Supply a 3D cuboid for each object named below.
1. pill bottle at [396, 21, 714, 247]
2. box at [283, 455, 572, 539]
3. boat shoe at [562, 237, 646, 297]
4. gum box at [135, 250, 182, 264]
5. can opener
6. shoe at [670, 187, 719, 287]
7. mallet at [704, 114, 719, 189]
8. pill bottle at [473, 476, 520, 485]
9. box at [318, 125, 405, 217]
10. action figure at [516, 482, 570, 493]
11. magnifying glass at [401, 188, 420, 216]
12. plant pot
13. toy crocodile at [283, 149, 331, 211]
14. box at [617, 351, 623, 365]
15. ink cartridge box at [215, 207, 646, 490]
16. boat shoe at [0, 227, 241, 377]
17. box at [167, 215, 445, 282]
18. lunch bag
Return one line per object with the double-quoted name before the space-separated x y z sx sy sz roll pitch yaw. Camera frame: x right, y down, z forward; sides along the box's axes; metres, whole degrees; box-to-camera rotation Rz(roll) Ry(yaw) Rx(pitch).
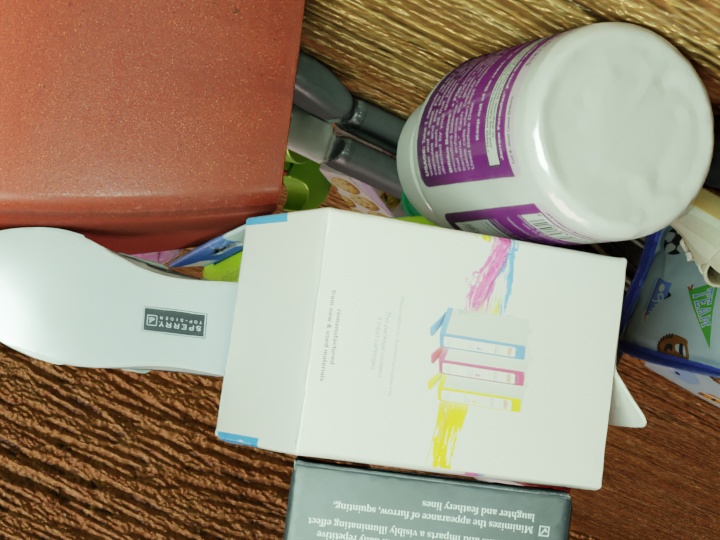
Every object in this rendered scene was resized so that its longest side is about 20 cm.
"pill bottle" 0.096 -0.067 1.157 0.112 0.113 0.200 24 170 -20
"box" 0.025 0.207 1.143 0.148 0.201 0.107 8 175 0
"boat shoe" 0.136 -0.025 1.433 0.200 0.064 0.071 26 168 -32
"gum box" -0.193 -0.092 1.445 0.200 0.066 0.114 36 149 14
"can opener" 0.003 -0.086 1.402 0.200 0.053 0.066 25 168 -29
"shoe" 0.226 -0.005 1.263 0.070 0.053 0.200 23 -171 -43
"mallet" 0.238 -0.044 1.234 0.066 0.041 0.200 17 173 22
"pill bottle" 0.107 0.065 1.380 0.112 0.112 0.200 19 -169 4
"box" 0.017 -0.057 1.568 0.041 0.039 0.200 18 170 17
"action figure" 0.038 0.077 1.266 0.200 0.066 0.052 24 -172 10
"magnifying glass" 0.092 -0.069 1.297 0.022 0.080 0.200 31 156 -30
"plant pot" -0.131 -0.105 1.222 0.176 0.201 0.200 7 172 -10
"toy crocodile" -0.087 -0.101 1.471 0.067 0.062 0.200 12 167 36
"box" 0.120 0.017 1.577 0.159 0.046 0.200 24 -175 3
"ink cartridge box" 0.043 0.045 1.145 0.200 0.126 0.128 9 176 -22
"boat shoe" -0.131 0.022 1.182 0.199 0.072 0.068 8 174 -20
"box" 0.000 0.000 1.281 0.200 0.048 0.122 -4 170 -29
"lunch bag" 0.288 0.051 1.351 0.200 0.124 0.170 15 174 46
